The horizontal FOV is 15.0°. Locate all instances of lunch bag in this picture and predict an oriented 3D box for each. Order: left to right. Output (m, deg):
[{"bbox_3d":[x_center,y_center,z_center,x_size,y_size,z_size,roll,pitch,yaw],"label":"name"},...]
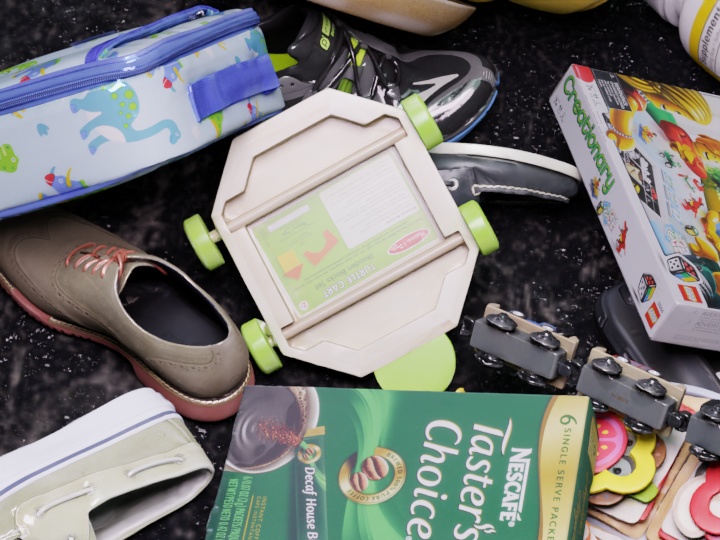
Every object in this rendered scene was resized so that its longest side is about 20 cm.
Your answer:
[{"bbox_3d":[-0.139,-0.092,1.549,0.160,0.083,0.200,-13,9,23],"label":"lunch bag"}]

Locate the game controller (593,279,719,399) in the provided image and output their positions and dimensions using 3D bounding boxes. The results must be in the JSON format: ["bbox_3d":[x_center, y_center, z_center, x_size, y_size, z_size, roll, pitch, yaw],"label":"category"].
[{"bbox_3d":[0.218,0.074,1.568,0.104,0.042,0.200,-11,54,-31],"label":"game controller"}]

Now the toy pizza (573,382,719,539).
[{"bbox_3d":[0.153,0.143,1.481,0.200,0.032,0.201,-4,58,7],"label":"toy pizza"}]

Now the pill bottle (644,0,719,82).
[{"bbox_3d":[0.270,-0.149,1.686,0.114,0.114,0.200,-32,61,-25],"label":"pill bottle"}]

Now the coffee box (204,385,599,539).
[{"bbox_3d":[0.023,0.122,1.475,0.199,0.044,0.123,3,52,15],"label":"coffee box"}]

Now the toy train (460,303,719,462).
[{"bbox_3d":[0.145,0.064,1.498,0.200,0.034,0.046,23,21,24],"label":"toy train"}]

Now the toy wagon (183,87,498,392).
[{"bbox_3d":[0.000,0.000,1.563,0.155,0.040,0.200,-28,89,2],"label":"toy wagon"}]

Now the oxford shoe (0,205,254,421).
[{"bbox_3d":[-0.140,0.003,1.559,0.200,0.075,0.070,31,59,19],"label":"oxford shoe"}]

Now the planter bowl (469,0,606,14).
[{"bbox_3d":[0.134,-0.217,1.664,0.083,0.200,0.201,42,53,-18],"label":"planter bowl"}]

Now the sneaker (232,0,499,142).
[{"bbox_3d":[-0.015,-0.117,1.657,0.199,0.083,0.071,6,53,-1],"label":"sneaker"}]

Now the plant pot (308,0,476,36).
[{"bbox_3d":[-0.028,-0.179,1.668,0.200,0.200,0.028,19,98,9],"label":"plant pot"}]

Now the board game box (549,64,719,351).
[{"bbox_3d":[0.197,-0.033,1.601,0.126,0.035,0.200,9,42,-29],"label":"board game box"}]

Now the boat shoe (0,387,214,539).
[{"bbox_3d":[-0.165,0.131,1.464,0.200,0.072,0.062,-33,60,-29],"label":"boat shoe"}]

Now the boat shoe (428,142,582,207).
[{"bbox_3d":[0.031,-0.043,1.618,0.199,0.075,0.066,6,82,-10],"label":"boat shoe"}]
